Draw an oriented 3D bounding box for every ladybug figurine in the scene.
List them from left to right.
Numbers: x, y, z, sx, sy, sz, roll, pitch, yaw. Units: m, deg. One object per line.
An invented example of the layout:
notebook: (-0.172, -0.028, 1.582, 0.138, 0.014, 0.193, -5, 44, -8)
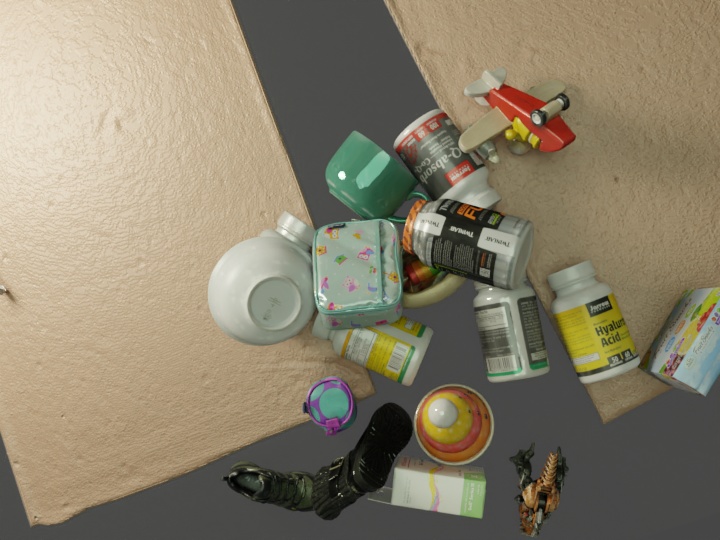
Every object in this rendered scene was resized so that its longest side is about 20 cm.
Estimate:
ladybug figurine: (0.121, 0.000, 1.407, 0.200, 0.072, 0.136, -24, 69, 6)

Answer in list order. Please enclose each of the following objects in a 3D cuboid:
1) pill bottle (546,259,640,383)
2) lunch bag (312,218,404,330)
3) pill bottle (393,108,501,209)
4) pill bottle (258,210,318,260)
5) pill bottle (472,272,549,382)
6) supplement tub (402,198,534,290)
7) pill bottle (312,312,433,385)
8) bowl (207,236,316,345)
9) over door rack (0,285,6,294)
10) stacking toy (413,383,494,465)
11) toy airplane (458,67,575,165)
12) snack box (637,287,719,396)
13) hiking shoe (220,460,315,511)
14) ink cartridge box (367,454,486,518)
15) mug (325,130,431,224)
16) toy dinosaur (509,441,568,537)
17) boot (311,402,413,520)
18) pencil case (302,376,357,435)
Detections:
pill bottle: (0.403, 0.088, 1.359, 0.111, 0.111, 0.201, -22, 84, 4)
lunch bag: (0.000, 0.000, 1.339, 0.160, 0.077, 0.200, -7, 56, 6)
pill bottle: (0.160, -0.182, 1.398, 0.116, 0.116, 0.200, -36, 84, 3)
pill bottle: (-0.159, -0.005, 1.424, 0.113, 0.113, 0.200, 33, 90, 7)
pill bottle: (0.263, 0.091, 1.372, 0.113, 0.113, 0.201, -10, 86, 5)
supplement tub: (0.181, -0.050, 1.300, 0.200, 0.123, 0.123, 17, 88, 21)
pill bottle: (0.020, 0.118, 1.390, 0.200, 0.113, 0.113, 23, 89, 7)
bowl: (-0.157, 0.046, 1.327, 0.200, 0.090, 0.202, -4, 102, -17)
over door rack: (-0.816, 0.007, 1.509, 0.148, 0.067, 0.200, -39, 83, 3)
stacking toy: (0.153, 0.257, 1.324, 0.146, 0.200, 0.147, -3, 74, 11)
toy airplane: (0.277, -0.274, 1.388, 0.199, 0.141, 0.199, -1, 47, 8)
snack box: (0.560, 0.116, 1.295, 0.068, 0.200, 0.169, 31, 89, 7)
hiking shoe: (-0.154, 0.402, 1.404, 0.199, 0.101, 0.076, 9, 88, 6)
ink cartridge box: (0.118, 0.378, 1.368, 0.199, 0.117, 0.068, 7, 88, 6)
mug: (0.021, -0.152, 1.386, 0.114, 0.152, 0.185, -51, 54, 3)
toy dinosaur: (0.317, 0.380, 1.334, 0.102, 0.136, 0.200, 26, 132, -8)
boot: (-0.001, 0.340, 1.389, 0.079, 0.211, 0.158, 44, 129, -2)
pencil case: (-0.049, 0.240, 1.354, 0.085, 0.200, 0.093, 3, 77, 2)
